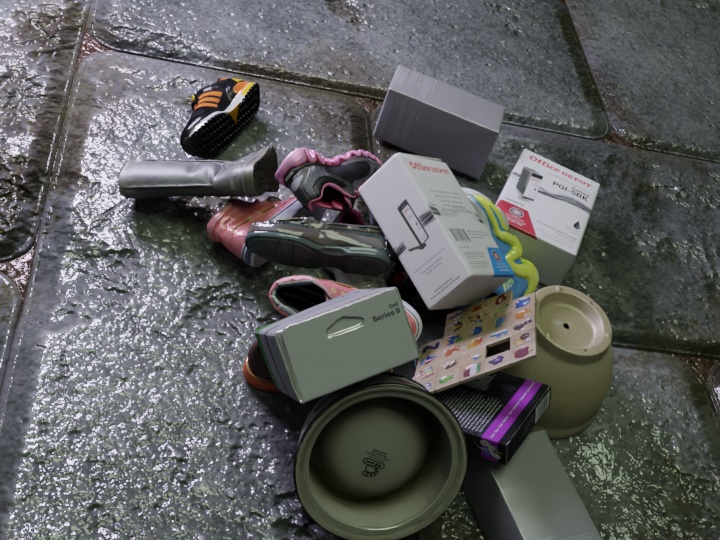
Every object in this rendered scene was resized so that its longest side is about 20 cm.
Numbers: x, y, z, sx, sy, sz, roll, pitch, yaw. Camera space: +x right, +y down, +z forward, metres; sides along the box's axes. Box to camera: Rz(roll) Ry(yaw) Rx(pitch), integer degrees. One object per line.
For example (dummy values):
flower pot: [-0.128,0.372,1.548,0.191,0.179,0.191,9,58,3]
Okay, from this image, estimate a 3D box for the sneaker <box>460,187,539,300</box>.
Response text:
sneaker: [0.183,-0.023,1.403,0.200,0.076,0.105,49,57,-12]

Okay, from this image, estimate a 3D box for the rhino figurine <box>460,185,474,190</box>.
rhino figurine: [0.126,-0.072,1.476,0.087,0.060,0.201,19,46,-9]

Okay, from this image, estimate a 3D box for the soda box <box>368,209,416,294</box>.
soda box: [0.054,-0.064,1.432,0.063,0.071,0.201,8,46,-15]

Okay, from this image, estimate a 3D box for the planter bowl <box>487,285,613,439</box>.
planter bowl: [0.262,0.108,1.305,0.198,0.135,0.202,10,46,-11]

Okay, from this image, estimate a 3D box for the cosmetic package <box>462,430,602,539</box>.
cosmetic package: [0.208,0.301,1.141,0.106,0.091,0.201,-5,48,-23]

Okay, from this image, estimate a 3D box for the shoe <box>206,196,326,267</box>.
shoe: [-0.131,-0.080,1.376,0.090,0.072,0.200,29,39,19]

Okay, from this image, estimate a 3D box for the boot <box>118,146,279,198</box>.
boot: [-0.227,-0.136,1.383,0.197,0.074,0.182,-6,7,12]

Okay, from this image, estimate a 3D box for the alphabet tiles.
alphabet tiles: [0.150,0.088,1.234,0.008,0.166,0.200,61,20,-18]

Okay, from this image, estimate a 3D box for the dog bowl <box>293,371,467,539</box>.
dog bowl: [0.018,0.205,1.091,0.198,0.202,0.074,8,18,-13]

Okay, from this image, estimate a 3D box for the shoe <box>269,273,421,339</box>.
shoe: [-0.021,0.055,1.247,0.198,0.072,0.091,18,6,11]

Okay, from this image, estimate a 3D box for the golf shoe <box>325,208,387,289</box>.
golf shoe: [0.000,0.000,1.339,0.075,0.092,0.201,-9,54,-29]

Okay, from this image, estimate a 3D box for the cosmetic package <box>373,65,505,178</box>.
cosmetic package: [0.132,-0.248,1.600,0.198,0.107,0.091,21,44,-3]

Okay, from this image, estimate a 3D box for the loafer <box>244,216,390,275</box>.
loafer: [-0.056,-0.041,1.287,0.198,0.072,0.064,11,59,-9]

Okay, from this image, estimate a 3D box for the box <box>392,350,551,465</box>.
box: [0.120,0.166,1.200,0.198,0.037,0.143,14,31,29]

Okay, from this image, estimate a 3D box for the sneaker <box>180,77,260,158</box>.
sneaker: [-0.239,-0.243,1.502,0.089,0.071,0.200,19,42,19]

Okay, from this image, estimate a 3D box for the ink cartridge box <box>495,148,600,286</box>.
ink cartridge box: [0.288,-0.087,1.533,0.146,0.083,0.201,25,45,5]

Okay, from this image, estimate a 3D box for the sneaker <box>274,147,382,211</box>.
sneaker: [-0.028,-0.118,1.362,0.199,0.079,0.096,-7,51,-46]

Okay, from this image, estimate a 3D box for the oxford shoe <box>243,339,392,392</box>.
oxford shoe: [-0.047,0.118,1.222,0.198,0.073,0.072,2,48,-19]

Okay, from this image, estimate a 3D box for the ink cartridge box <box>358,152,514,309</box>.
ink cartridge box: [0.105,-0.053,1.317,0.145,0.084,0.201,0,55,-57]

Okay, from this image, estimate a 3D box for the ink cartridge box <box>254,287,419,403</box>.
ink cartridge box: [-0.033,0.082,1.091,0.145,0.200,0.085,-21,92,-12]
